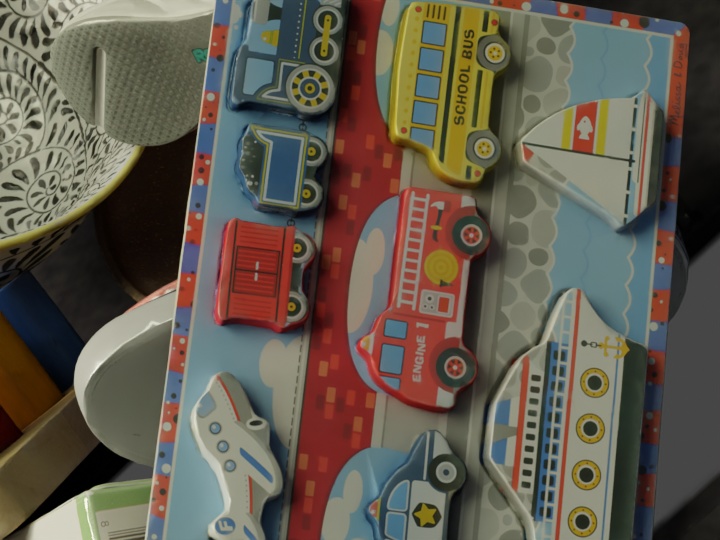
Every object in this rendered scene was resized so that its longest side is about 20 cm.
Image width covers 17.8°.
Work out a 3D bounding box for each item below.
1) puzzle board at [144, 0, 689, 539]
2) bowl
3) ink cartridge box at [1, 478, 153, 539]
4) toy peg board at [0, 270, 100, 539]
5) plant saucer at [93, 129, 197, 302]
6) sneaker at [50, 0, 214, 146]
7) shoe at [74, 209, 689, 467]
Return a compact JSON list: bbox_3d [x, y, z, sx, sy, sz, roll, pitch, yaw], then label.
[{"bbox_3d":[0.020,0.009,0.685,0.017,0.149,0.202,123,154,-76],"label":"puzzle board"},{"bbox_3d":[-0.185,-0.051,0.908,0.095,0.199,0.202,108,161,-47],"label":"bowl"},{"bbox_3d":[-0.098,0.161,0.746,0.200,0.048,0.147,-32,68,55],"label":"ink cartridge box"},{"bbox_3d":[-0.187,0.068,0.822,0.199,0.098,0.199,-35,5,19],"label":"toy peg board"},{"bbox_3d":[-0.019,-0.064,0.884,0.199,0.037,0.202,-24,48,30],"label":"plant saucer"},{"bbox_3d":[-0.019,-0.098,0.830,0.199,0.071,0.080,-1,36,34],"label":"sneaker"},{"bbox_3d":[0.000,0.000,0.748,0.198,0.072,0.091,-15,38,-8],"label":"shoe"}]
